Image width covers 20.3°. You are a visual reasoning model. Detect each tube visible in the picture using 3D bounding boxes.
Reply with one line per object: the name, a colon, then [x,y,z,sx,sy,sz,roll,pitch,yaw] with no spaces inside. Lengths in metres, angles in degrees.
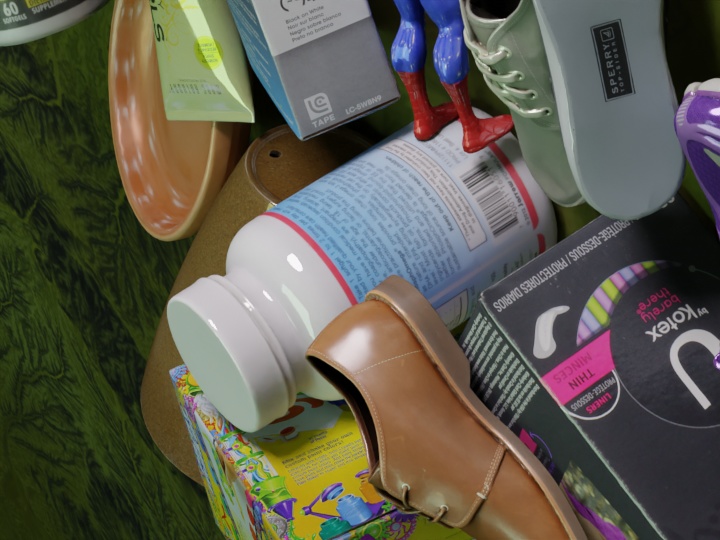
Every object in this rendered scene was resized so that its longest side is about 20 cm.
tube: [-0.102,-0.185,1.183,0.058,0.052,0.201,-117,19,-74]

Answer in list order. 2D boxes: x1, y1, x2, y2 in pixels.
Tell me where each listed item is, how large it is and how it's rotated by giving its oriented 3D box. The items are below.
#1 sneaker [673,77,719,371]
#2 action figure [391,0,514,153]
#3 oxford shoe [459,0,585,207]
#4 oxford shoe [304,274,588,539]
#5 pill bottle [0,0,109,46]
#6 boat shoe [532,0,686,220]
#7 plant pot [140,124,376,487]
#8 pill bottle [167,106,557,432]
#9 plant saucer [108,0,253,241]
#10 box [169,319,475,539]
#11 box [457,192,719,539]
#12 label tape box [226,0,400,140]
sneaker: [0.183,0.012,0.863,0.200,0.083,0.081,64,158,-12]
action figure: [0.029,-0.157,1.013,0.065,0.052,0.200,25,145,47]
oxford shoe: [0.078,-0.107,0.965,0.075,0.058,0.200,36,152,38]
oxford shoe: [0.045,0.102,0.972,0.200,0.071,0.071,52,159,11]
pill bottle: [-0.251,-0.267,1.384,0.114,0.114,0.200,25,142,54]
boat shoe: [0.106,-0.123,0.880,0.066,0.070,0.201,-102,-2,-64]
plant pot: [-0.035,0.014,1.252,0.186,0.186,0.200,44,140,31]
pill bottle: [0.000,0.000,1.083,0.109,0.200,0.109,46,155,28]
plant saucer: [-0.116,-0.120,1.306,0.200,0.037,0.201,177,90,-65]
box: [0.027,0.109,1.124,0.193,0.199,0.122,50,158,52]
box: [0.150,0.078,0.970,0.200,0.122,0.106,52,159,13]
label tape box: [-0.052,-0.188,1.076,0.144,0.063,0.200,-123,11,-62]
